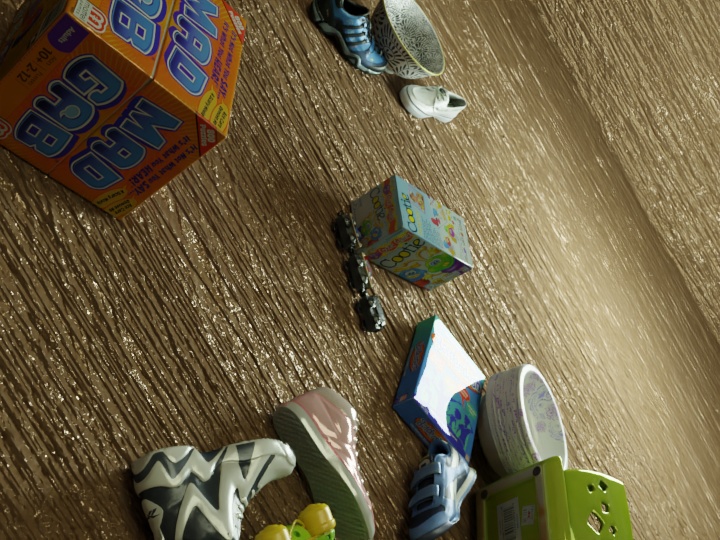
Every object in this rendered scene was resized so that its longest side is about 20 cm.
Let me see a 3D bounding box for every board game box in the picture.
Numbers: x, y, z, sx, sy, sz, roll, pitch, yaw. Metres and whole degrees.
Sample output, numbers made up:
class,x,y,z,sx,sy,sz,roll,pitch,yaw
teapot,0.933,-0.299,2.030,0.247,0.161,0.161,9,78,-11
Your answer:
class,x,y,z,sx,sy,sz,roll,pitch,yaw
board game box,0.088,-0.059,1.402,0.198,0.102,0.107,26,46,-43
board game box,0.131,0.193,1.331,0.153,0.045,0.202,50,34,-20
board game box,-0.272,-0.226,0.922,0.199,0.198,0.203,35,41,-35

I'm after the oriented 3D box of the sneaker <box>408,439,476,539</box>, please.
class,x,y,z,sx,sy,sz,roll,pitch,yaw
sneaker,0.103,0.316,1.180,0.083,0.073,0.200,56,25,-5

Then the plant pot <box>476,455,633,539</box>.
class,x,y,z,sx,sy,sz,roll,pitch,yaw
plant pot,0.283,0.410,1.257,0.180,0.198,0.203,31,43,-28

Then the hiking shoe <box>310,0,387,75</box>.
class,x,y,z,sx,sy,sz,roll,pitch,yaw
hiking shoe,-0.006,-0.453,1.576,0.199,0.086,0.076,37,40,-35

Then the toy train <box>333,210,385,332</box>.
class,x,y,z,sx,sy,sz,roll,pitch,yaw
toy train,0.000,0.000,1.298,0.045,0.034,0.204,9,60,-56

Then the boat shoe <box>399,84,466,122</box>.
class,x,y,z,sx,sy,sz,roll,pitch,yaw
boat shoe,0.157,-0.368,1.763,0.198,0.066,0.075,-6,71,-56

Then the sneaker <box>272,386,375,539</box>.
class,x,y,z,sx,sy,sz,roll,pitch,yaw
sneaker,-0.023,0.239,1.048,0.104,0.075,0.203,-27,85,-53

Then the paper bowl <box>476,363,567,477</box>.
class,x,y,z,sx,sy,sz,roll,pitch,yaw
paper bowl,0.266,0.270,1.398,0.201,0.103,0.204,44,36,-43

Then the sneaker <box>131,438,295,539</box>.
class,x,y,z,sx,sy,sz,roll,pitch,yaw
sneaker,-0.141,0.253,0.869,0.197,0.079,0.132,12,58,-50

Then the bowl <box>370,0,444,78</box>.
class,x,y,z,sx,sy,sz,roll,pitch,yaw
bowl,0.079,-0.467,1.700,0.199,0.093,0.204,34,42,-36

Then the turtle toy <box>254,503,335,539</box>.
class,x,y,z,sx,sy,sz,roll,pitch,yaw
turtle toy,-0.086,0.340,0.860,0.198,0.100,0.149,-5,73,-55
